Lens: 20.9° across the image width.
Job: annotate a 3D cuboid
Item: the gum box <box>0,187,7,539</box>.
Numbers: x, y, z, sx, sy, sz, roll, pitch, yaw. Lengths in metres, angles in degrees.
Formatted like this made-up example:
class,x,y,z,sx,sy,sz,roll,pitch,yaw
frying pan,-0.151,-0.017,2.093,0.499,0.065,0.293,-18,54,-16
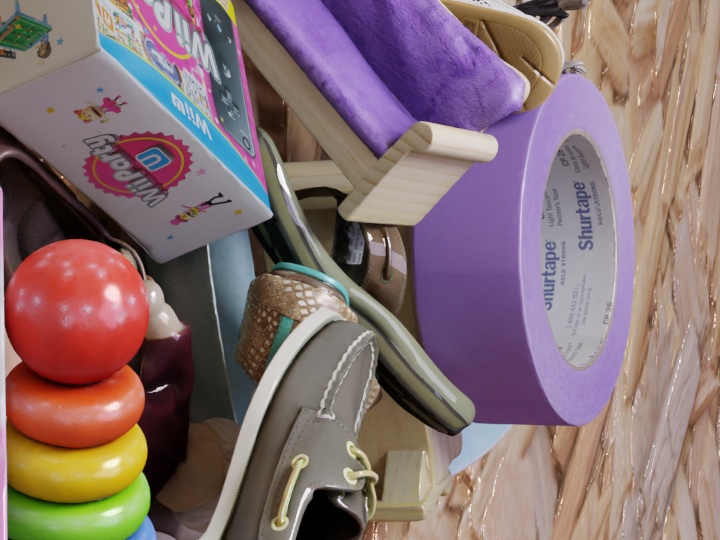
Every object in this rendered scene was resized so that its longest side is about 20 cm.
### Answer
class,x,y,z,sx,sy,sz,roll,pitch,yaw
gum box,-0.181,0.060,0.671,0.066,0.113,0.200,116,-28,-57

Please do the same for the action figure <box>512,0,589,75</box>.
class,x,y,z,sx,sy,sz,roll,pitch,yaw
action figure,0.113,-0.159,1.353,0.200,0.102,0.119,51,33,-49

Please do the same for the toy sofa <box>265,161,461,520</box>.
class,x,y,z,sx,sy,sz,roll,pitch,yaw
toy sofa,-0.001,0.037,1.114,0.098,0.083,0.200,-47,132,-68

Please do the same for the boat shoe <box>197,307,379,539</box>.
class,x,y,z,sx,sy,sz,roll,pitch,yaw
boat shoe,-0.026,0.103,0.808,0.072,0.060,0.202,75,30,-48

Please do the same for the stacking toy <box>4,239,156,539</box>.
class,x,y,z,sx,sy,sz,roll,pitch,yaw
stacking toy,-0.110,0.083,0.753,0.085,0.085,0.200,-37,139,-58

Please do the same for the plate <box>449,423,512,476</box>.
class,x,y,z,sx,sy,sz,roll,pitch,yaw
plate,0.047,0.042,1.222,0.200,0.026,0.201,-19,122,-34

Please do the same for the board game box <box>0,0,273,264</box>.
class,x,y,z,sx,sy,sz,roll,pitch,yaw
board game box,-0.111,-0.125,0.868,0.148,0.064,0.200,45,29,-53

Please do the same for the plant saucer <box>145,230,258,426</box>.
class,x,y,z,sx,sy,sz,roll,pitch,yaw
plant saucer,-0.078,0.016,0.981,0.201,0.039,0.201,-8,90,-87

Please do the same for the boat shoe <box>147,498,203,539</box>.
class,x,y,z,sx,sy,sz,roll,pitch,yaw
boat shoe,-0.103,0.118,0.941,0.200,0.072,0.060,29,54,-59

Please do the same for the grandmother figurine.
class,x,y,z,sx,sy,sz,roll,pitch,yaw
grandmother figurine,-0.113,0.061,0.830,0.200,0.061,0.121,34,90,-44

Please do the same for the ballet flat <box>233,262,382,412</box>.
class,x,y,z,sx,sy,sz,roll,pitch,yaw
ballet flat,-0.031,0.054,0.963,0.200,0.070,0.065,68,42,-70

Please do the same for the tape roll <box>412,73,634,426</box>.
class,x,y,z,sx,sy,sz,roll,pitch,yaw
tape roll,0.098,-0.011,1.125,0.200,0.066,0.201,4,86,-64

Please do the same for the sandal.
class,x,y,z,sx,sy,sz,roll,pitch,yaw
sandal,0.000,0.000,1.008,0.057,0.080,0.201,-42,113,-7

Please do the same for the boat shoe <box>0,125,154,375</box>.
class,x,y,z,sx,sy,sz,roll,pitch,yaw
boat shoe,-0.130,0.012,0.863,0.072,0.072,0.200,-44,133,-25

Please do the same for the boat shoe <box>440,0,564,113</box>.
class,x,y,z,sx,sy,sz,roll,pitch,yaw
boat shoe,0.016,-0.137,1.077,0.069,0.200,0.071,-51,161,-70

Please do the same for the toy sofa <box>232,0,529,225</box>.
class,x,y,z,sx,sy,sz,roll,pitch,yaw
toy sofa,-0.015,-0.124,0.984,0.200,0.098,0.083,51,20,19
